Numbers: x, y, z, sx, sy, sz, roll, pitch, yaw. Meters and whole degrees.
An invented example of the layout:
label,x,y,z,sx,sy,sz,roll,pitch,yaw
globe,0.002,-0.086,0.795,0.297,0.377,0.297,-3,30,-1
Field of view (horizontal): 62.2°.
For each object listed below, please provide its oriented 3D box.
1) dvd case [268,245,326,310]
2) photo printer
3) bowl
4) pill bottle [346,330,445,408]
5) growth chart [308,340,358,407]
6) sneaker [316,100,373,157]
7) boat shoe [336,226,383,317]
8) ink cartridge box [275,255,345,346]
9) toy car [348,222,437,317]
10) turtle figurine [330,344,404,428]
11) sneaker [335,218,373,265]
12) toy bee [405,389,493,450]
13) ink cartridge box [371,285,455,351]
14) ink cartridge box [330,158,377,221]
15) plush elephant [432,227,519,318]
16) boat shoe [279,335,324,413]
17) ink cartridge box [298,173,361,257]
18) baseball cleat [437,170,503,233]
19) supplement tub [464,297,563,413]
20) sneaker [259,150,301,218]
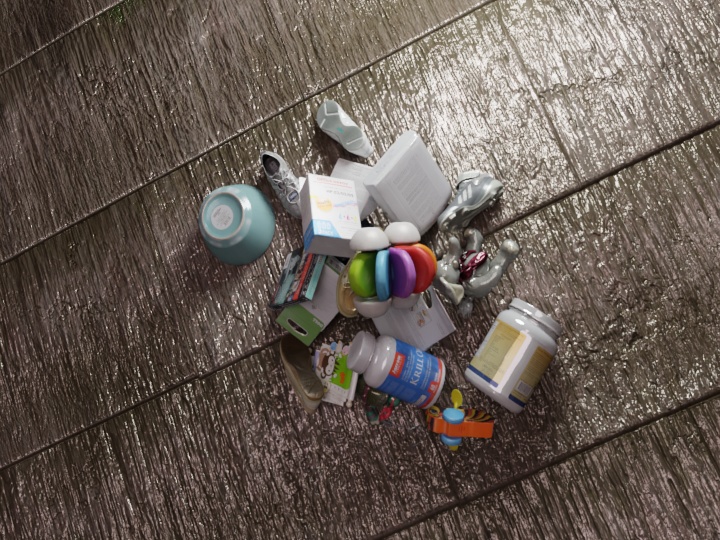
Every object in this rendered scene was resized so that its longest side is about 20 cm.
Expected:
label,x,y,z,sx,sy,sz,roll,pitch,yaw
dvd case,-0.140,0.010,1.354,0.022,0.198,0.150,28,66,-26
photo printer,0.114,-0.180,1.339,0.167,0.201,0.069,-49,34,-10
bowl,-0.314,-0.123,1.455,0.193,0.105,0.209,-1,82,10
pill bottle,0.072,0.205,1.261,0.195,0.112,0.115,24,87,-16
growth chart,-0.069,0.233,1.355,0.196,0.017,0.150,-5,76,47
sneaker,-0.040,-0.336,1.447,0.070,0.080,0.202,-45,58,11
boat shoe,0.000,0.000,1.294,0.071,0.062,0.206,21,74,-17
ink cartridge box,-0.099,0.066,1.376,0.103,0.060,0.201,36,116,-10
toy car,0.073,0.002,1.207,0.148,0.195,0.182,13,109,52
turtle figurine,0.031,0.260,1.340,0.196,0.101,0.153,26,83,22
sneaker,-0.021,-0.022,1.394,0.145,0.077,0.205,36,90,16
toy bee,0.186,0.319,1.302,0.195,0.109,0.134,22,101,-17
ink cartridge box,0.106,0.086,1.343,0.172,0.043,0.204,-35,76,26
ink cartridge box,-0.034,-0.150,1.392,0.159,0.049,0.205,25,91,45
plush elephant,0.215,-0.005,1.294,0.164,0.151,0.205,38,109,53
boat shoe,-0.141,0.235,1.371,0.202,0.070,0.066,56,140,41
ink cartridge box,-0.068,-0.136,1.293,0.111,0.068,0.206,6,56,-23
baseball cleat,0.230,-0.158,1.347,0.196,0.071,0.107,-28,55,-24
supplement tub,0.326,0.178,1.263,0.142,0.144,0.203,32,90,13
sneaker,-0.187,-0.207,1.443,0.075,0.082,0.201,-42,71,8
